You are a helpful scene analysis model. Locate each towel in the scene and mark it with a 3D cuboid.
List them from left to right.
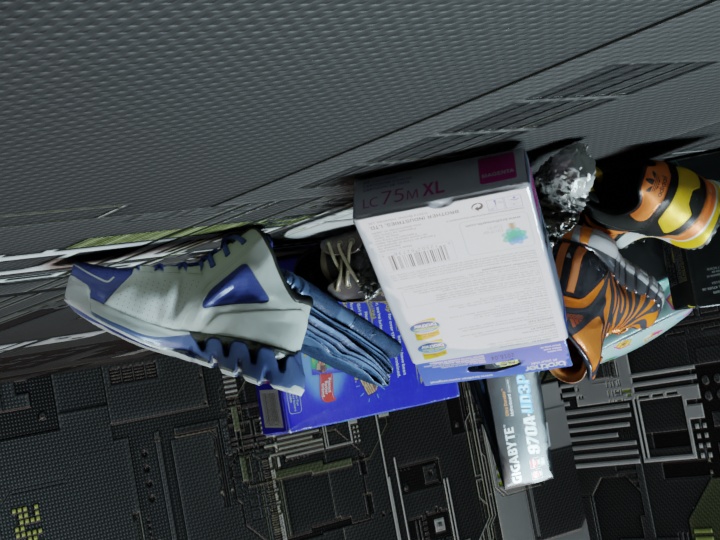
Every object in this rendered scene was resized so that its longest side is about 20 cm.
[{"bbox_3d":[-0.052,0.046,1.298,0.111,0.049,0.200,16,169,37],"label":"towel"}]

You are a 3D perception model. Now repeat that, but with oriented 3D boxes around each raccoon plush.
[{"bbox_3d":[0.072,-0.045,1.037,0.132,0.098,0.201,4,142,-12],"label":"raccoon plush"}]

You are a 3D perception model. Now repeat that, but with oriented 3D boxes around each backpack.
[{"bbox_3d":[0.262,0.009,1.503,0.175,0.154,0.200,-30,-179,13],"label":"backpack"}]

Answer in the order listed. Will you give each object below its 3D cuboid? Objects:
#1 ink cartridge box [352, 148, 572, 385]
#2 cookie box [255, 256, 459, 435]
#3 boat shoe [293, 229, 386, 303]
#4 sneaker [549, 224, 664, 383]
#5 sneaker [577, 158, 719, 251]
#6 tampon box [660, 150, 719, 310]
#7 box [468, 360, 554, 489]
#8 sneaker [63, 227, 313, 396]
[{"bbox_3d":[0.076,0.005,0.998,0.118,0.042,0.201,-10,137,12],"label":"ink cartridge box"},{"bbox_3d":[-0.011,0.066,1.460,0.198,0.173,0.075,-8,178,-26],"label":"cookie box"},{"bbox_3d":[0.000,0.000,1.262,0.073,0.075,0.200,-9,174,-26],"label":"boat shoe"},{"bbox_3d":[0.188,0.042,1.185,0.077,0.113,0.200,9,167,34],"label":"sneaker"},{"bbox_3d":[0.200,-0.060,1.148,0.089,0.071,0.200,25,169,-25],"label":"sneaker"},{"bbox_3d":[0.349,-0.038,1.279,0.148,0.128,0.200,-11,176,8],"label":"tampon box"},{"bbox_3d":[0.112,0.059,1.198,0.045,0.161,0.201,-12,-151,-1],"label":"box"},{"bbox_3d":[-0.122,0.014,1.116,0.197,0.116,0.081,19,171,-5],"label":"sneaker"}]
